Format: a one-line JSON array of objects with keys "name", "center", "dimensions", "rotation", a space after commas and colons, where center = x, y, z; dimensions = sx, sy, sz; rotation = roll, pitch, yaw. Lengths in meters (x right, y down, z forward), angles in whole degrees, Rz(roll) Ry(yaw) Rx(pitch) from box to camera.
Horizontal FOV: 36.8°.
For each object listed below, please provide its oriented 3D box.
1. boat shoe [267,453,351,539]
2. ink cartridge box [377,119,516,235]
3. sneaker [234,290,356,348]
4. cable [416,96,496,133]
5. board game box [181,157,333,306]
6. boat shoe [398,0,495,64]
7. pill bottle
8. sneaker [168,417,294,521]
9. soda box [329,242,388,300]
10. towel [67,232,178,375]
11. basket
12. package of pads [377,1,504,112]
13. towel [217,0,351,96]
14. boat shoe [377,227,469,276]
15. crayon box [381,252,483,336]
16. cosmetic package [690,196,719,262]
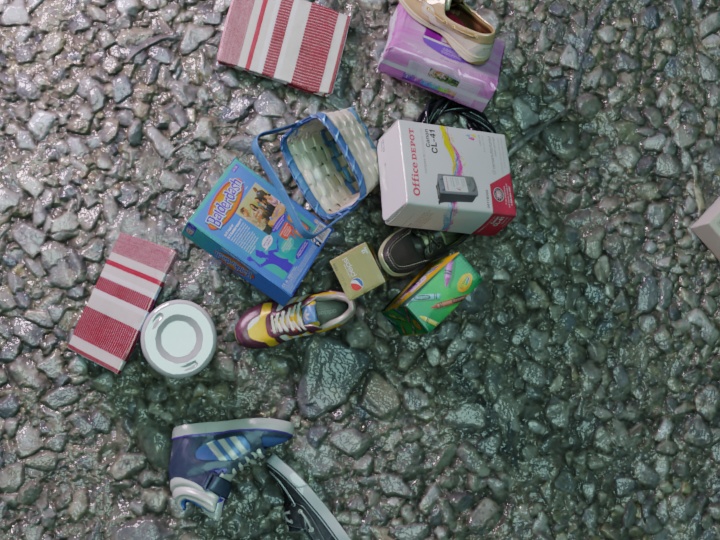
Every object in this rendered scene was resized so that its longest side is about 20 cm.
[{"name": "boat shoe", "center": [-0.091, 0.381, 1.703], "dimensions": [0.068, 0.072, 0.201], "rotation": [-40, 99, -12]}, {"name": "ink cartridge box", "center": [0.135, -0.143, 1.698], "dimensions": [0.197, 0.086, 0.150], "rotation": [5, 67, -25]}, {"name": "sneaker", "center": [-0.103, 0.073, 1.714], "dimensions": [0.197, 0.090, 0.076], "rotation": [-18, 88, -11]}, {"name": "cable", "center": [0.161, -0.197, 1.803], "dimensions": [0.160, 0.051, 0.204], "rotation": [13, 82, -8]}, {"name": "board game box", "center": [-0.160, -0.062, 1.712], "dimensions": [0.199, 0.045, 0.153], "rotation": [36, 55, -5]}, {"name": "boat shoe", "center": [0.141, -0.420, 1.740], "dimensions": [0.199, 0.070, 0.074], "rotation": [41, 52, 10]}, {"name": "pill bottle", "center": [-0.272, 0.105, 1.627], "dimensions": [0.110, 0.200, 0.115], "rotation": [1, 85, -10]}, {"name": "sneaker", "center": [-0.197, 0.310, 1.671], "dimensions": [0.196, 0.081, 0.149], "rotation": [-3, 73, -3]}, {"name": "soda box", "center": [0.000, 0.000, 1.680], "dimensions": [0.063, 0.200, 0.069], "rotation": [-27, 90, 2]}, {"name": "towel", "center": [-0.363, 0.048, 1.660], "dimensions": [0.023, 0.143, 0.203], "rotation": [33, 78, -47]}, {"name": "basket", "center": [-0.062, -0.157, 1.702], "dimensions": [0.199, 0.138, 0.178], "rotation": [-28, 89, -46]}, {"name": "package of pads", "center": [0.133, -0.354, 1.784], "dimensions": [0.197, 0.076, 0.122], "rotation": [19, 56, -7]}, {"name": "towel", "center": [-0.125, -0.381, 1.780], "dimensions": [0.196, 0.023, 0.147], "rotation": [16, 81, -10]}, {"name": "boat shoe", "center": [0.110, -0.052, 1.734], "dimensions": [0.199, 0.066, 0.073], "rotation": [-25, 85, -41]}, {"name": "crayon box", "center": [0.108, 0.041, 1.697], "dimensions": [0.119, 0.200, 0.058], "rotation": [-43, 93, -10]}, {"name": "cosmetic package", "center": [0.678, -0.037, 1.864], "dimensions": [0.103, 0.073, 0.201], "rotation": [-42, 92, -10]}]
